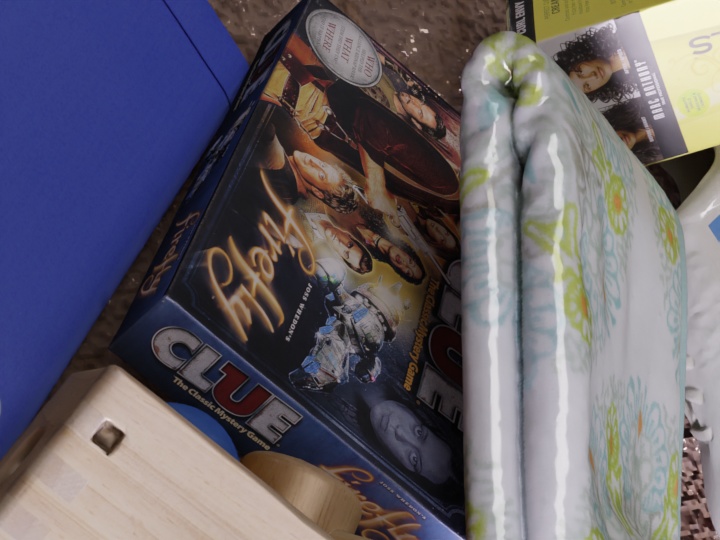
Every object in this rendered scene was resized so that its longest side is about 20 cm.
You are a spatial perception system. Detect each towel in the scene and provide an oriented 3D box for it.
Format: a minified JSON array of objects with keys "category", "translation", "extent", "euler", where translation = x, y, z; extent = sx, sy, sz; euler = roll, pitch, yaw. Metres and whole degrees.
[{"category":"towel","translation":[0.079,0.038,0.835],"extent":[0.048,0.171,0.201],"euler":[-6,72,17]}]

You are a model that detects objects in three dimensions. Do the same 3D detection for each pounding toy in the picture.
[{"category":"pounding toy","translation":[-0.026,0.108,0.710],"extent":[0.184,0.200,0.142],"euler":[39,80,-7]}]

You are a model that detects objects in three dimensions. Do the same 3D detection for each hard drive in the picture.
[{"category":"hard drive","translation":[-0.119,-0.047,0.825],"extent":[0.132,0.025,0.200],"euler":[56,48,-34]}]

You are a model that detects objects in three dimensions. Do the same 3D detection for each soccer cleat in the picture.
[{"category":"soccer cleat","translation":[0.139,0.023,0.946],"extent":[0.086,0.070,0.201],"euler":[14,57,-11]}]

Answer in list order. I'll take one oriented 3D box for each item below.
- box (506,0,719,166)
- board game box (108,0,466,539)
[{"category":"box","translation":[0.161,-0.097,0.923],"extent":[0.050,0.199,0.075],"euler":[-88,159,-54]},{"category":"board game box","translation":[0.000,0.000,0.851],"extent":[0.135,0.035,0.200],"euler":[40,36,-15]}]
